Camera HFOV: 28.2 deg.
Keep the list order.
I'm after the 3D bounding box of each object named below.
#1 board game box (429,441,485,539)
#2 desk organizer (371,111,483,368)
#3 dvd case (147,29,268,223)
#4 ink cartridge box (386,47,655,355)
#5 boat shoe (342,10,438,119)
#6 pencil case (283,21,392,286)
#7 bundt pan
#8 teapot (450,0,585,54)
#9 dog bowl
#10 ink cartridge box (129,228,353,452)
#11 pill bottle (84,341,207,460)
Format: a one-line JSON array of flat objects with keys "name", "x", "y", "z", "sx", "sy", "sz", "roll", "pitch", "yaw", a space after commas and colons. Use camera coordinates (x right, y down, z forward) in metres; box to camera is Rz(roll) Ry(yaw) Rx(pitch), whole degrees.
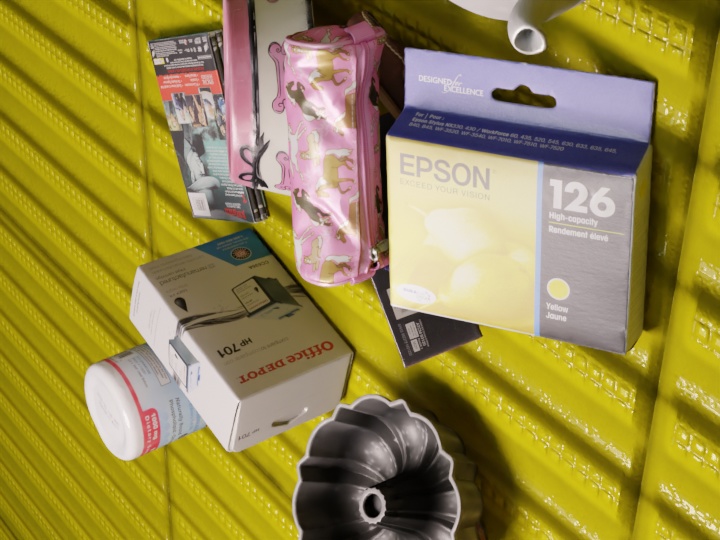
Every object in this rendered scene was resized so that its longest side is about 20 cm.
[{"name": "board game box", "x": 0.046, "y": 0.249, "z": 1.413, "sx": 0.159, "sy": 0.039, "sz": 0.201, "roll": 53, "pitch": 145, "yaw": 24}, {"name": "desk organizer", "x": 0.032, "y": -0.026, "z": 1.216, "sx": 0.077, "sy": 0.071, "sz": 0.202, "roll": 175, "pitch": 74, "yaw": -87}, {"name": "dvd case", "x": -0.163, "y": -0.151, "z": 1.520, "sx": 0.145, "sy": 0.022, "sz": 0.202, "roll": 6, "pitch": 112, "yaw": 56}, {"name": "ink cartridge box", "x": 0.113, "y": -0.050, "z": 1.050, "sx": 0.196, "sy": 0.047, "sz": 0.202, "roll": 12, "pitch": 123, "yaw": 26}, {"name": "boat shoe", "x": 0.058, "y": -0.137, "z": 1.144, "sx": 0.070, "sy": 0.070, "sz": 0.201, "roll": -42, "pitch": 72, "yaw": 18}, {"name": "pencil case", "x": -0.016, "y": -0.092, "z": 1.114, "sx": 0.085, "sy": 0.083, "sz": 0.203, "roll": 0, "pitch": 106, "yaw": 14}, {"name": "bundt pan", "x": 0.034, "y": 0.218, "z": 1.328, "sx": 0.200, "sy": 0.075, "sz": 0.205, "roll": -7, "pitch": 79, "yaw": 40}, {"name": "teapot", "x": 0.077, "y": -0.256, "z": 0.954, "sx": 0.199, "sy": 0.145, "sz": 0.200, "roll": 15, "pitch": 121, "yaw": 54}, {"name": "dog bowl", "x": -0.081, "y": -0.161, "z": 1.246, "sx": 0.200, "sy": 0.073, "sz": 0.203, "roll": 177, "pitch": 90, "yaw": -84}, {"name": "ink cartridge box", "x": -0.123, "y": 0.067, "z": 1.468, "sx": 0.200, "sy": 0.145, "sz": 0.086, "roll": 47, "pitch": 141, "yaw": 31}, {"name": "pill bottle", "x": -0.189, "y": 0.119, "z": 1.550, "sx": 0.108, "sy": 0.198, "sz": 0.110, "roll": 35, "pitch": 137, "yaw": 42}]
